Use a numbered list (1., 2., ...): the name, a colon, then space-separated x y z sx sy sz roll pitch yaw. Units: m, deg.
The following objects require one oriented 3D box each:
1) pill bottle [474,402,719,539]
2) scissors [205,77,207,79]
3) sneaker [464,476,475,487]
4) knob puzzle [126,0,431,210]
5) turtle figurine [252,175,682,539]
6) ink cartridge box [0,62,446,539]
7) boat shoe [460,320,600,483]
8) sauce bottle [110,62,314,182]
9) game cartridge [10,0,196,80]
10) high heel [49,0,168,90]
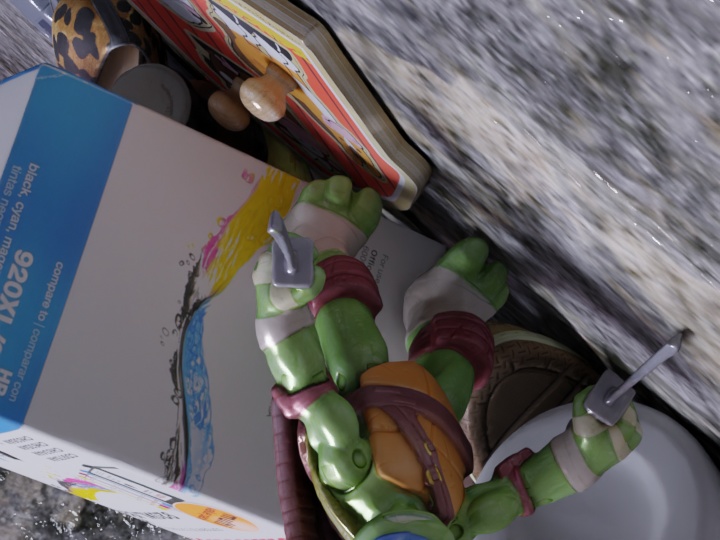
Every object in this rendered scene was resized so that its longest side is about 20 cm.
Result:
1. pill bottle: 0.125 0.142 1.111 0.112 0.112 0.200 40 174 33
2. scissors: -0.067 -0.093 1.218 0.073 0.014 0.200 39 172 21
3. sneaker: -0.012 0.098 1.213 0.200 0.146 0.081 33 -128 -80
4. knob puzzle: -0.050 -0.078 1.049 0.219 0.030 0.220 39 172 6
5. turtle figurine: 0.032 0.022 0.955 0.194 0.143 0.201 -100 7 -60
6. ink cartridge box: -0.095 0.024 1.096 0.200 0.145 0.147 23 165 -22
7. boat shoe: 0.077 0.067 1.150 0.076 0.072 0.200 54 -178 36
8. sauce bottle: -0.070 -0.054 1.212 0.065 0.065 0.200 42 180 15
9. game cartridge: -0.121 -0.104 1.439 0.200 0.041 0.133 44 171 -10
10. high heel: -0.112 -0.057 1.304 0.143 0.071 0.201 -136 25 -70
